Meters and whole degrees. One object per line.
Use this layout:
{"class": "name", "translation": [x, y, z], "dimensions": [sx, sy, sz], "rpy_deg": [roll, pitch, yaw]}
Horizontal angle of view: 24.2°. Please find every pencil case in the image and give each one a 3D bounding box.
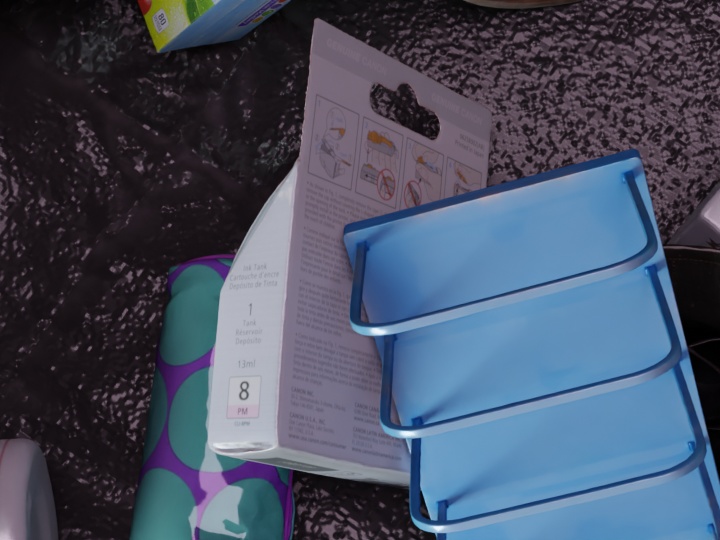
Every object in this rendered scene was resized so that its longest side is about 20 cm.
{"class": "pencil case", "translation": [-0.063, 0.092, 0.836], "dimensions": [0.092, 0.085, 0.200], "rpy_deg": [5, 78, 2]}

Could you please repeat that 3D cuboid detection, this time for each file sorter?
{"class": "file sorter", "translation": [0.083, 0.074, 0.741], "dimensions": [0.138, 0.123, 0.200], "rpy_deg": [-14, 110, 9]}

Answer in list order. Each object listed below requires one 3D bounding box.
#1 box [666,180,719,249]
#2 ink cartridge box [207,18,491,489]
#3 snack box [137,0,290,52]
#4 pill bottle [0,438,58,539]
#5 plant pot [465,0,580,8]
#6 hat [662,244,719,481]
{"class": "box", "translation": [0.278, -0.038, 0.862], "dimensions": [0.152, 0.106, 0.200], "rpy_deg": [42, 80, 6]}
{"class": "ink cartridge box", "translation": [0.000, 0.000, 0.821], "dimensions": [0.057, 0.162, 0.200], "rpy_deg": [-8, 73, 34]}
{"class": "snack box", "translation": [-0.072, -0.238, 0.853], "dimensions": [0.068, 0.169, 0.200], "rpy_deg": [-17, 83, -44]}
{"class": "pill bottle", "translation": [-0.251, 0.144, 0.804], "dimensions": [0.200, 0.114, 0.114], "rpy_deg": [-4, 79, -3]}
{"class": "plant pot", "translation": [0.102, -0.272, 0.867], "dimensions": [0.200, 0.200, 0.199], "rpy_deg": [-16, 73, -5]}
{"class": "hat", "translation": [0.150, 0.056, 0.843], "dimensions": [0.200, 0.081, 0.201], "rpy_deg": [5, 118, 10]}
